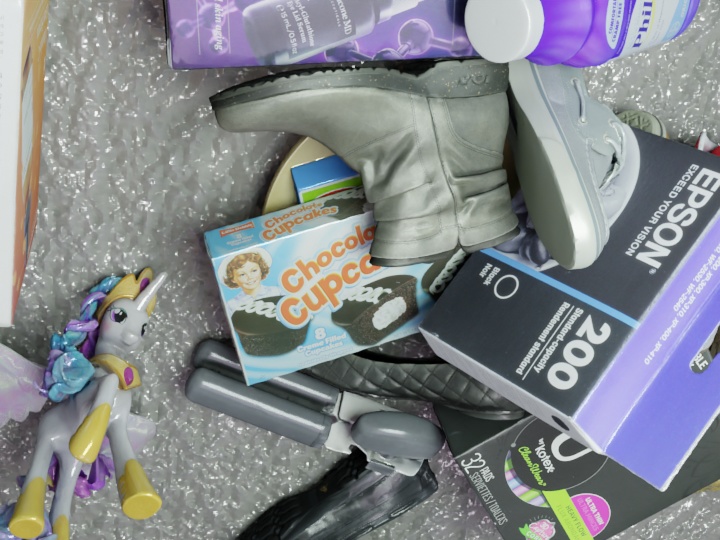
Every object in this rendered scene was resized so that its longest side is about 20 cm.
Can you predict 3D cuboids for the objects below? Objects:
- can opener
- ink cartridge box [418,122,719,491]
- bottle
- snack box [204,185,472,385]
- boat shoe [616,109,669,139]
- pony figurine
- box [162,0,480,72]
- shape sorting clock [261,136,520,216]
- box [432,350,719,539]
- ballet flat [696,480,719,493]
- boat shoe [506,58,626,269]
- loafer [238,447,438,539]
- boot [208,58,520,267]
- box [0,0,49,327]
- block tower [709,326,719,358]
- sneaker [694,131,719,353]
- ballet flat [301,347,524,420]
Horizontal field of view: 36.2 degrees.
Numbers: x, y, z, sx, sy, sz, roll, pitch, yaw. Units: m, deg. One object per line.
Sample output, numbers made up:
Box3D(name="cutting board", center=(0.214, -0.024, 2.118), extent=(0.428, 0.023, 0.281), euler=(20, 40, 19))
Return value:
Box3D(name="can opener", center=(-0.031, 0.100, 0.838), extent=(0.199, 0.054, 0.067), euler=(22, 141, -13))
Box3D(name="ink cartridge box", center=(0.163, 0.007, 0.701), extent=(0.199, 0.200, 0.043), euler=(-52, 136, -8))
Box3D(name="bottle", center=(0.143, -0.171, 0.686), extent=(0.199, 0.065, 0.084), euler=(-24, 124, -43))
Box3D(name="snack box", center=(0.000, 0.000, 0.772), extent=(0.199, 0.037, 0.117), euler=(-17, 127, -8))
Box3D(name="boat shoe", center=(0.167, -0.022, 0.813), extent=(0.062, 0.075, 0.201), euler=(27, 100, -41))
Box3D(name="pony figurine", center=(-0.201, 0.109, 0.775), extent=(0.166, 0.201, 0.193), euler=(33, 123, -30))
Box3D(name="box", center=(-0.025, -0.211, 0.672), extent=(0.198, 0.104, 0.149), euler=(-5, 117, -7))
Box3D(name="shape sorting clock", center=(0.025, -0.037, 0.804), extent=(0.198, 0.039, 0.201), euler=(-10, 127, -13))
Box3D(name="box", center=(0.173, 0.111, 0.857), extent=(0.199, 0.125, 0.149), euler=(-29, 119, 4))
Box3D(name="ballet flat", center=(0.337, 0.161, 0.951), extent=(0.198, 0.071, 0.071), euler=(-1, 117, -10))
Box3D(name="boat shoe", center=(0.135, -0.089, 0.711), extent=(0.071, 0.202, 0.070), euler=(-8, 142, -4))
Box3D(name="loafer", center=(-0.026, 0.212, 0.904), extent=(0.200, 0.068, 0.071), euler=(-36, 107, 5))
Box3D(name="boot", center=(0.010, -0.062, 0.687), extent=(0.198, 0.068, 0.132), euler=(-6, 101, -15))
Box3D(name="box", center=(-0.251, -0.091, 0.666), extent=(0.105, 0.153, 0.201), euler=(5, 116, -13))
Box3D(name="block tower", center=(0.314, 0.083, 0.824), extent=(0.054, 0.200, 0.058), euler=(5, 116, -11))
Box3D(name="sneaker", center=(0.239, -0.027, 0.761), extent=(0.071, 0.200, 0.113), euler=(27, 119, 7))
Box3D(name="ballet flat", center=(0.035, 0.067, 0.810), extent=(0.199, 0.066, 0.057), euler=(7, 98, 28))
